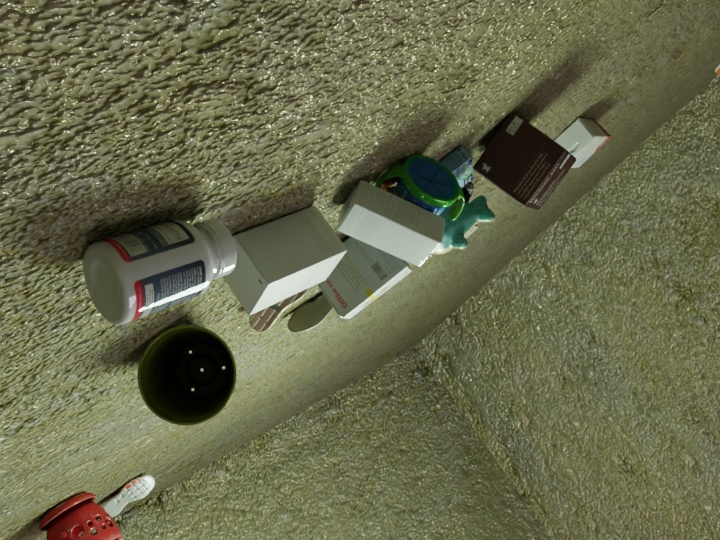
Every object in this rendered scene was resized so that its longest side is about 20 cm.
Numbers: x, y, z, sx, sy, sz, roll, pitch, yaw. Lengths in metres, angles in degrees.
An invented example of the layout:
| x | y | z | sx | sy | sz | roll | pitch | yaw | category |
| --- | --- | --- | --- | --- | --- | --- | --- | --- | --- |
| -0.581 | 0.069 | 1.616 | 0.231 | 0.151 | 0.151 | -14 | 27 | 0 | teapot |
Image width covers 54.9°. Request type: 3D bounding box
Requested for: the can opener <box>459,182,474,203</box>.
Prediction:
| x | y | z | sx | sy | sz | roll | pitch | yaw | category |
| --- | --- | --- | --- | --- | --- | --- | --- | --- | --- |
| 0.246 | -0.170 | 1.784 | 0.079 | 0.063 | 0.200 | -55 | -175 | 45 | can opener |

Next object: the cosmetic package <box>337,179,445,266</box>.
| x | y | z | sx | sy | sz | roll | pitch | yaw | category |
| --- | --- | --- | --- | --- | --- | --- | --- | --- | --- |
| 0.063 | -0.095 | 1.424 | 0.102 | 0.199 | 0.074 | -50 | -158 | 50 | cosmetic package |

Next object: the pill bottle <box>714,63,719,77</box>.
| x | y | z | sx | sy | sz | roll | pitch | yaw | category |
| --- | --- | --- | --- | --- | --- | --- | --- | --- | --- |
| 1.546 | -0.778 | 2.804 | 0.109 | 0.200 | 0.110 | -33 | 166 | -9 | pill bottle |

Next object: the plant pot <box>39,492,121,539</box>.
| x | y | z | sx | sy | sz | roll | pitch | yaw | category |
| --- | --- | --- | --- | --- | --- | --- | --- | --- | --- |
| -0.866 | 0.801 | 2.129 | 0.200 | 0.183 | 0.201 | -34 | 165 | -10 | plant pot |

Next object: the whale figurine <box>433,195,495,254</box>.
| x | y | z | sx | sy | sz | roll | pitch | yaw | category |
| --- | --- | --- | --- | --- | --- | --- | --- | --- | --- |
| 0.212 | -0.124 | 1.623 | 0.199 | 0.160 | 0.104 | -21 | 147 | 2 | whale figurine |

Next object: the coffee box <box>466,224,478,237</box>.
| x | y | z | sx | sy | sz | roll | pitch | yaw | category |
| --- | --- | --- | --- | --- | --- | --- | --- | --- | --- |
| 0.228 | -0.134 | 1.879 | 0.080 | 0.115 | 0.200 | -42 | 166 | 26 | coffee box |

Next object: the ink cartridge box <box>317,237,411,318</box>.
| x | y | z | sx | sy | sz | roll | pitch | yaw | category |
| --- | --- | --- | --- | --- | --- | --- | --- | --- | --- |
| 0.000 | 0.000 | 1.665 | 0.200 | 0.146 | 0.083 | -37 | 168 | 6 | ink cartridge box |

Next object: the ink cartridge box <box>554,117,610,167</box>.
| x | y | z | sx | sy | sz | roll | pitch | yaw | category |
| --- | --- | --- | --- | --- | --- | --- | --- | --- | --- |
| 0.687 | -0.401 | 2.186 | 0.145 | 0.084 | 0.200 | -45 | 164 | 30 | ink cartridge box |

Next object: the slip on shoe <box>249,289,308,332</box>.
| x | y | z | sx | sy | sz | roll | pitch | yaw | category |
| --- | --- | --- | --- | --- | --- | --- | --- | --- | --- |
| -0.188 | 0.059 | 1.620 | 0.200 | 0.076 | 0.061 | -50 | -158 | 18 | slip on shoe |

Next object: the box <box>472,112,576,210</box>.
| x | y | z | sx | sy | sz | roll | pitch | yaw | category |
| --- | --- | --- | --- | --- | --- | --- | --- | --- | --- |
| 0.411 | -0.265 | 1.723 | 0.166 | 0.164 | 0.200 | -55 | 162 | 16 | box |

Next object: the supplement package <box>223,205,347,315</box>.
| x | y | z | sx | sy | sz | roll | pitch | yaw | category |
| --- | --- | --- | --- | --- | --- | --- | --- | --- | --- |
| -0.148 | -0.022 | 1.316 | 0.199 | 0.118 | 0.117 | -25 | 163 | -40 | supplement package |

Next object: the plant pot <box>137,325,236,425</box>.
| x | y | z | sx | sy | sz | roll | pitch | yaw | category |
| --- | --- | --- | --- | --- | --- | --- | --- | --- | --- |
| -0.359 | 0.220 | 1.499 | 0.200 | 0.201 | 0.193 | -35 | 178 | -6 | plant pot |

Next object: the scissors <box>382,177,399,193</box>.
| x | y | z | sx | sy | sz | roll | pitch | yaw | category |
| --- | --- | --- | --- | --- | --- | --- | --- | --- | --- |
| 0.128 | -0.182 | 1.564 | 0.199 | 0.014 | 0.073 | -9 | 136 | -32 | scissors |

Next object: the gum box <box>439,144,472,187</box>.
| x | y | z | sx | sy | sz | roll | pitch | yaw | category |
| --- | --- | --- | --- | --- | --- | --- | --- | --- | --- |
| 0.182 | -0.202 | 1.684 | 0.200 | 0.045 | 0.170 | -36 | 166 | 2 | gum box |

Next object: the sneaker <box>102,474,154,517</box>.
| x | y | z | sx | sy | sz | roll | pitch | yaw | category |
| --- | --- | --- | --- | --- | --- | --- | --- | --- | --- |
| -0.831 | 0.791 | 2.472 | 0.199 | 0.077 | 0.082 | -32 | -167 | -16 | sneaker |

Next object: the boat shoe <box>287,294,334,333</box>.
| x | y | z | sx | sy | sz | roll | pitch | yaw | category |
| --- | --- | --- | --- | --- | --- | --- | --- | --- | --- |
| -0.117 | 0.114 | 1.939 | 0.200 | 0.073 | 0.063 | -38 | 164 | -15 | boat shoe |

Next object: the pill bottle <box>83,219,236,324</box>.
| x | y | z | sx | sy | sz | roll | pitch | yaw | category |
| --- | --- | --- | --- | --- | --- | --- | --- | --- | --- |
| -0.287 | -0.007 | 1.017 | 0.199 | 0.120 | 0.120 | -23 | 161 | -44 | pill bottle |

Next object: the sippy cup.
| x | y | z | sx | sy | sz | roll | pitch | yaw | category |
| --- | --- | --- | --- | --- | --- | --- | --- | --- | --- |
| 0.124 | -0.154 | 1.482 | 0.140 | 0.178 | 0.131 | -44 | 171 | -48 | sippy cup |
